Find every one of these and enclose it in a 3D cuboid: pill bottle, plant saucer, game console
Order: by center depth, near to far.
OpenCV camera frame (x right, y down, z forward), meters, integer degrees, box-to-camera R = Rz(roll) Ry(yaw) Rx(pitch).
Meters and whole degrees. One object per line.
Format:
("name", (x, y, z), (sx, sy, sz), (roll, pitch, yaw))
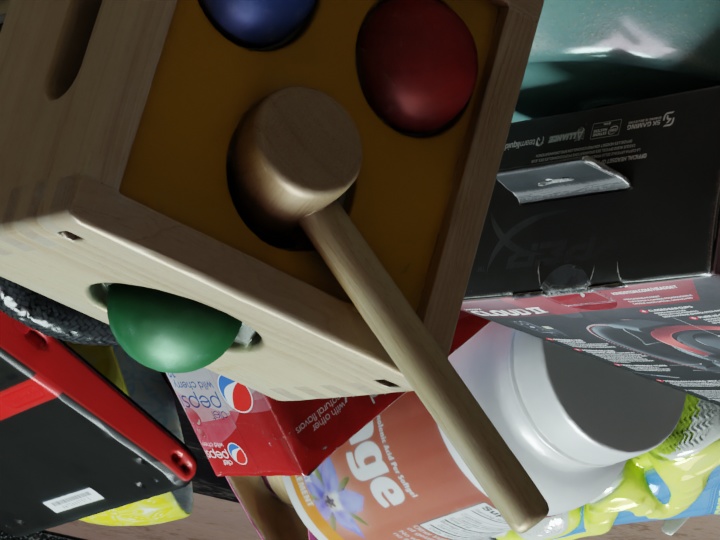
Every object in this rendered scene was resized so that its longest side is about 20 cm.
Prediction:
("plant saucer", (0.111, -0.075, 0.995), (0.199, 0.036, 0.200), (10, 168, 2))
("game console", (-0.185, 0.057, 1.188), (0.177, 0.031, 0.200), (38, 151, -19))
("pill bottle", (0.057, 0.068, 1.189), (0.112, 0.113, 0.200), (18, 154, -30))

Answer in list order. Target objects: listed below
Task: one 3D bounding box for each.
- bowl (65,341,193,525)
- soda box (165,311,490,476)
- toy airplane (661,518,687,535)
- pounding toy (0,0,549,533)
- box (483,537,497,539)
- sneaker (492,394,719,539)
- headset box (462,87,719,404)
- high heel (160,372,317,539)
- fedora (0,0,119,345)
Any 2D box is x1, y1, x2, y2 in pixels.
("bowl", (-0.168, 0.048, 1.314), (0.107, 0.201, 0.200), (-19, 164, 2))
("soda box", (0.008, 0.009, 1.092), (0.063, 0.200, 0.070), (-5, 116, 50))
("toy airplane", (0.114, 0.073, 1.380), (0.198, 0.142, 0.200), (20, 172, -7))
("pounding toy", (-0.023, -0.032, 0.871), (0.184, 0.201, 0.142), (26, 161, -31))
("box", (0.015, 0.090, 1.391), (0.200, 0.041, 0.156), (56, 180, -27))
("sneaker", (0.145, 0.106, 1.275), (0.105, 0.076, 0.200), (21, 155, -28))
("headset box", (0.140, -0.006, 0.984), (0.199, 0.075, 0.148), (20, 163, -36))
("high heel", (-0.059, 0.101, 1.402), (0.067, 0.097, 0.200), (-6, 156, 28))
("fedora", (-0.114, -0.035, 1.019), (0.200, 0.092, 0.201), (-7, 130, -8))
